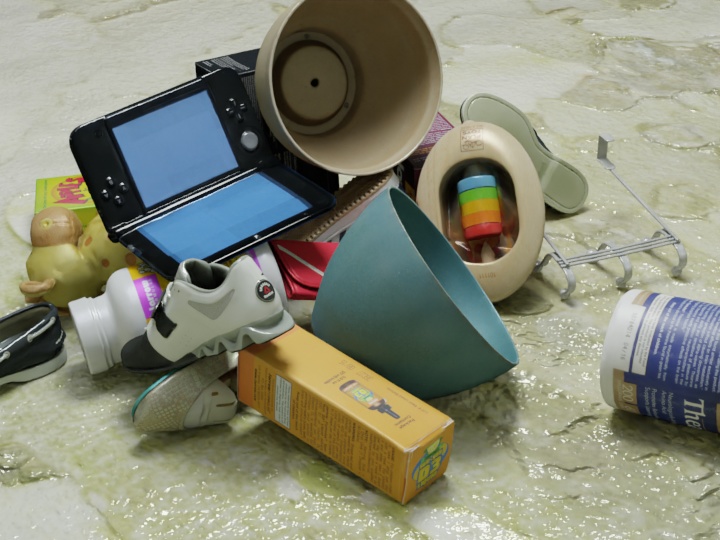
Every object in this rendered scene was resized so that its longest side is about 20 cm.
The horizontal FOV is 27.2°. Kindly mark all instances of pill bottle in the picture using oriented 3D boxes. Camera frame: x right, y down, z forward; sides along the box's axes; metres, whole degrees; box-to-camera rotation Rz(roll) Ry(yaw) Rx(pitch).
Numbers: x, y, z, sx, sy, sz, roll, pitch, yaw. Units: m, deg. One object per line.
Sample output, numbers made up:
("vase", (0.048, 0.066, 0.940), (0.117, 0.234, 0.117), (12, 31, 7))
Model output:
("pill bottle", (-0.177, 0.035, 1.450), (0.199, 0.105, 0.104), (-19, 30, -12))
("pill bottle", (0.320, 0.088, 1.309), (0.199, 0.112, 0.111), (12, 30, 27))

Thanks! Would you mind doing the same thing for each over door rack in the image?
("over door rack", (0.246, -0.054, 1.624), (0.147, 0.067, 0.200), (-11, 49, -17))

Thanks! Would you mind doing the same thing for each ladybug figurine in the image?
("ladybug figurine", (0.128, -0.060, 1.570), (0.135, 0.201, 0.072), (-6, -14, 12))

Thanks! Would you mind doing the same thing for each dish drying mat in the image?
("dish drying mat", (0.000, 0.000, 1.517), (0.199, 0.018, 0.077), (1, 45, -37))

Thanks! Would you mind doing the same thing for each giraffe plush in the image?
("giraffe plush", (-0.277, -0.020, 1.566), (0.161, 0.173, 0.201), (-14, 63, 0))

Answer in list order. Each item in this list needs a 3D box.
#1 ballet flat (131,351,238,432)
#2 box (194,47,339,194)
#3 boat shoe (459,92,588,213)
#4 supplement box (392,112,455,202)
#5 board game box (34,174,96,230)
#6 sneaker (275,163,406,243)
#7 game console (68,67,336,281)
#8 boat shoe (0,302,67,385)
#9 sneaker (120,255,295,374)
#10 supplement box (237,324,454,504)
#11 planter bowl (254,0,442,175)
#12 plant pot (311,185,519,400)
("ballet flat", (-0.120, 0.104, 1.373), (0.062, 0.068, 0.200), (37, 45, 25))
("box", (-0.104, -0.149, 1.708), (0.141, 0.201, 0.079), (-15, 27, -24))
("boat shoe", (0.177, -0.136, 1.718), (0.199, 0.075, 0.066), (31, -6, -28))
("supplement box", (0.070, -0.111, 1.720), (0.085, 0.111, 0.200), (-11, 28, -14))
("board game box", (-0.280, -0.078, 1.756), (0.199, 0.048, 0.102), (-7, 28, -8))
("sneaker", (-0.024, -0.017, 1.608), (0.200, 0.109, 0.070), (-35, 32, 4))
("game console", (-0.153, -0.099, 1.454), (0.199, 0.171, 0.118), (-27, 9, -29))
("boat shoe", (-0.373, 0.087, 1.425), (0.075, 0.061, 0.200), (20, 35, 37))
("sneaker", (-0.148, 0.035, 1.327), (0.199, 0.089, 0.074), (-19, 9, 37))
("supplement box", (-0.016, 0.120, 1.295), (0.200, 0.069, 0.066), (28, 39, 33))
("planter bowl", (-0.030, -0.202, 1.594), (0.199, 0.201, 0.135), (-16, 10, -24))
("plant pot", (0.034, 0.042, 1.374), (0.135, 0.200, 0.200), (-36, 25, 12))
